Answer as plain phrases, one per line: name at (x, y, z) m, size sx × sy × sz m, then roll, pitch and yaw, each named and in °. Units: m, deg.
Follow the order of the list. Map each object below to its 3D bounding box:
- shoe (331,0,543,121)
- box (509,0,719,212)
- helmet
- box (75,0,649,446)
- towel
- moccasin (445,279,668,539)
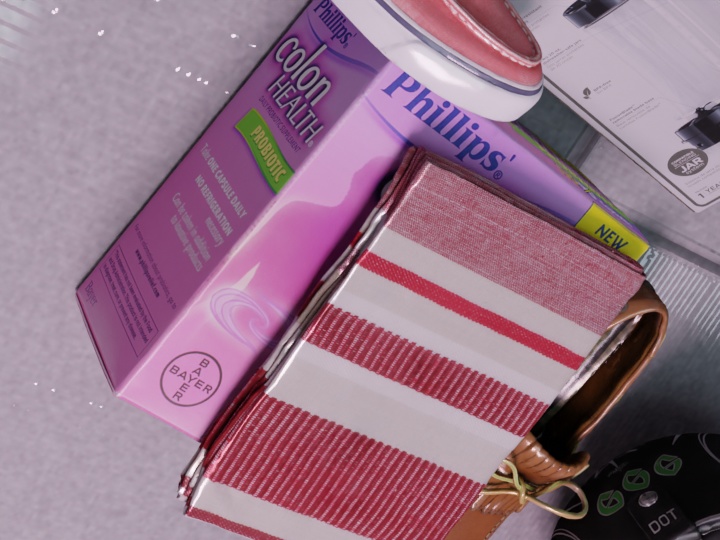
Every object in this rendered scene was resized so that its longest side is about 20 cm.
shoe at (0.019, -0.156, 0.722) m, size 0.200 × 0.072 × 0.091 m, roll 43°, pitch 119°, yaw -4°
box at (0.140, -0.122, 0.819) m, size 0.116 × 0.060 × 0.200 m, roll -33°, pitch 130°, yaw 33°
helmet at (0.193, 0.187, 0.967) m, size 0.199 × 0.191 × 0.201 m, roll 0°, pitch 94°, yaw -3°
box at (0.000, 0.000, 0.837) m, size 0.176 × 0.097 × 0.200 m, roll 34°, pitch 101°, yaw -33°
towel at (0.023, 0.051, 0.805) m, size 0.144 × 0.023 × 0.200 m, roll 26°, pitch 108°, yaw -34°
moccasin at (0.091, 0.086, 0.934) m, size 0.074 × 0.078 × 0.202 m, roll 36°, pitch 101°, yaw -33°
